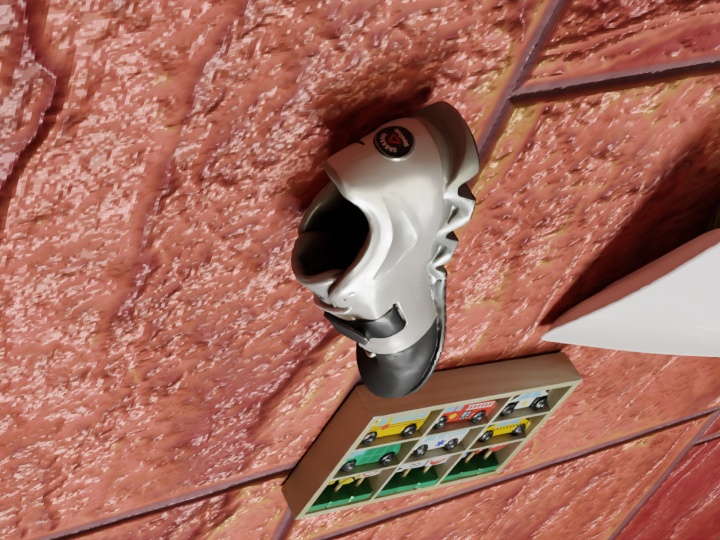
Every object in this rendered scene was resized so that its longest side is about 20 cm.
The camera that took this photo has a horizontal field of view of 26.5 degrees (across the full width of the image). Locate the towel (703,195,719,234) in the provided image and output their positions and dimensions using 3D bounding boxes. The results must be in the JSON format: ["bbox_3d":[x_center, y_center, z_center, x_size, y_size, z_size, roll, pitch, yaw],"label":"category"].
[{"bbox_3d":[0.320,-0.042,1.100,0.199,0.023,0.144,-21,150,-17],"label":"towel"}]

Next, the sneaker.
[{"bbox_3d":[0.000,0.000,0.808,0.088,0.074,0.201,-18,140,-22],"label":"sneaker"}]

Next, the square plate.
[{"bbox_3d":[0.256,0.013,1.045,0.199,0.029,0.198,6,156,-32],"label":"square plate"}]

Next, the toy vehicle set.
[{"bbox_3d":[0.052,0.117,1.092,0.199,0.027,0.125,-6,144,-38],"label":"toy vehicle set"}]
